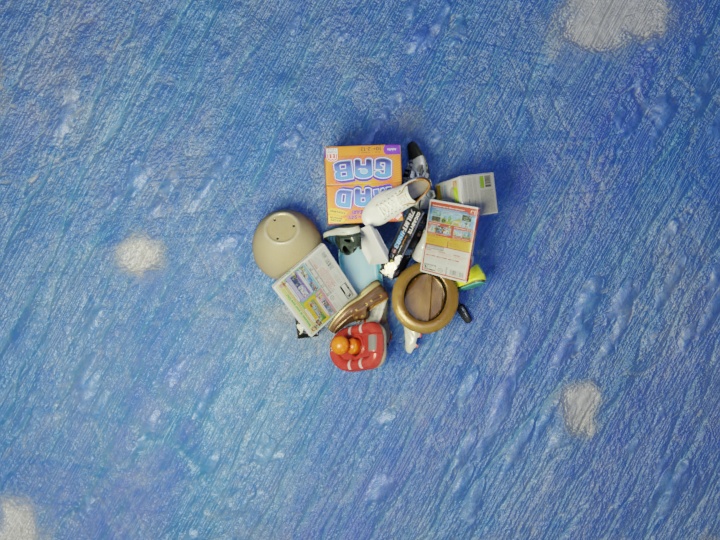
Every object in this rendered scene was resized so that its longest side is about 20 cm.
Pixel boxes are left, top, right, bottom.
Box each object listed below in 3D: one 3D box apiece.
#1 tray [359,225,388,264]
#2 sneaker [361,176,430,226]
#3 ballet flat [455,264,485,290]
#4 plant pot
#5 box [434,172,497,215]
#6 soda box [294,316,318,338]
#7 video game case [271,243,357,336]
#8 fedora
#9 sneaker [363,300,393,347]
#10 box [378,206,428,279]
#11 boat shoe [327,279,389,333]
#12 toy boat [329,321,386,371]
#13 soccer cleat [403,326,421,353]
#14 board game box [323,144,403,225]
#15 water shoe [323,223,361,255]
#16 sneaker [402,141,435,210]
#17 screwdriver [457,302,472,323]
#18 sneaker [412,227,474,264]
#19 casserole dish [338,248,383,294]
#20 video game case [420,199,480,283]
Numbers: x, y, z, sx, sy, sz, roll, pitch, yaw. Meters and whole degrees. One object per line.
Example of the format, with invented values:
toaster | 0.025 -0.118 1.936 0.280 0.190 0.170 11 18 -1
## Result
tray | 0.031 -0.069 1.493 0.022 0.200 0.108 -29 95 -12
sneaker | 0.088 -0.178 1.405 0.200 0.085 0.073 -34 97 3
ballet flat | 0.274 0.038 1.608 0.067 0.200 0.067 6 64 -44
plant pot | -0.208 -0.089 1.530 0.199 0.135 0.201 0 69 1
box | 0.291 -0.203 1.559 0.101 0.200 0.113 -8 95 -11
soda box | -0.162 0.091 1.607 0.063 0.071 0.201 -8 93 -2
video game case | -0.122 0.055 1.535 0.182 0.022 0.200 -42 123 -15
fedora | 0.179 0.080 1.571 0.200 0.082 0.201 0 78 -2
sneaker | 0.057 0.175 1.639 0.082 0.077 0.201 13 91 -32
box | 0.127 -0.076 1.545 0.050 0.200 0.199 26 97 10
boat shoe | -0.005 0.113 1.574 0.200 0.072 0.068 -41 78 -5
toy boat | -0.026 0.212 1.555 0.130 0.200 0.131 12 69 -36
soccer cleat | 0.146 0.141 1.637 0.077 0.069 0.201 10 85 1
board game box | 0.003 -0.231 1.538 0.199 0.200 0.201 -3 94 -4
water shoe | -0.053 -0.078 1.542 0.071 0.200 0.079 -12 92 -18
sneaker | 0.154 -0.271 1.612 0.088 0.074 0.201 -16 93 -5
screwdriver | 0.278 0.068 1.661 0.029 0.028 0.201 -26 92 27
sneaker | 0.256 -0.071 1.591 0.199 0.074 0.116 5 121 -25
casserole dish | 0.000 0.000 1.631 0.121 0.039 0.201 -7 94 -4
video game case | 0.235 -0.080 1.478 0.143 0.017 0.201 16 106 34
